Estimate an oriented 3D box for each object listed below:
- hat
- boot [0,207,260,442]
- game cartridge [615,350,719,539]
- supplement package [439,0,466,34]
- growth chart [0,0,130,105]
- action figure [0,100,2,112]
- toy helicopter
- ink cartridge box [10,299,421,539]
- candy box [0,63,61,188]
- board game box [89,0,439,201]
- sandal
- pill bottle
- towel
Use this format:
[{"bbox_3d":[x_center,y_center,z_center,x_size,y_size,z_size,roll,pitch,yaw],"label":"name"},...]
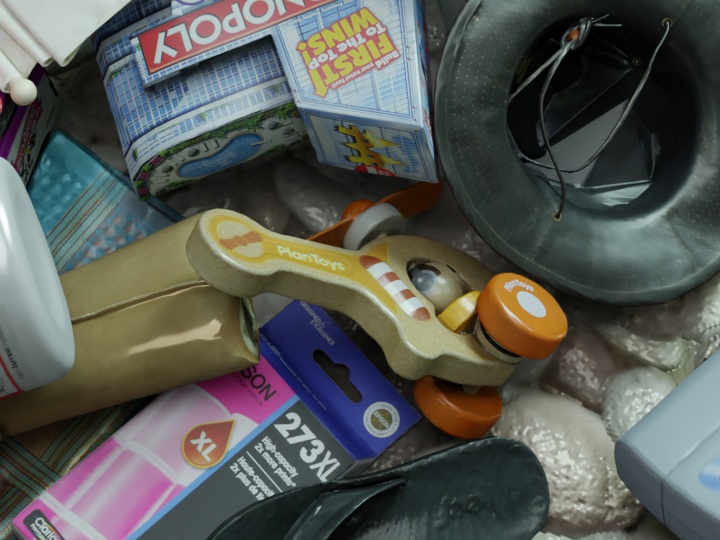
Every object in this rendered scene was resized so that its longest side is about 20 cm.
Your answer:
[{"bbox_3d":[0.117,-0.076,1.188,0.199,0.081,0.202,0,89,-21],"label":"hat"},{"bbox_3d":[-0.146,0.063,1.123,0.199,0.066,0.176,-17,54,2],"label":"boot"},{"bbox_3d":[0.228,0.102,1.082,0.199,0.042,0.133,27,47,37],"label":"game cartridge"},{"bbox_3d":[0.093,-0.216,1.199,0.119,0.200,0.122,-11,65,-2],"label":"supplement package"},{"bbox_3d":[-0.137,-0.177,1.185,0.200,0.018,0.145,-38,50,6],"label":"growth chart"},{"bbox_3d":[-0.249,-0.138,1.184,0.052,0.066,0.200,-30,57,-33],"label":"action figure"},{"bbox_3d":[0.000,0.000,1.141,0.199,0.079,0.133,15,37,-32],"label":"toy helicopter"},{"bbox_3d":[-0.072,0.102,1.154,0.200,0.037,0.095,-40,77,-16],"label":"ink cartridge box"},{"bbox_3d":[-0.279,-0.066,1.220,0.199,0.061,0.137,13,65,15],"label":"candy box"},{"bbox_3d":[-0.041,-0.123,1.168,0.199,0.062,0.201,-21,62,2],"label":"board game box"},{"bbox_3d":[0.001,0.134,1.114,0.199,0.048,0.076,-24,94,-11],"label":"sandal"},{"bbox_3d":[-0.244,0.027,1.068,0.199,0.112,0.113,-18,66,-1],"label":"pill bottle"},{"bbox_3d":[-0.172,0.032,1.203,0.146,0.022,0.200,35,72,18],"label":"towel"}]
